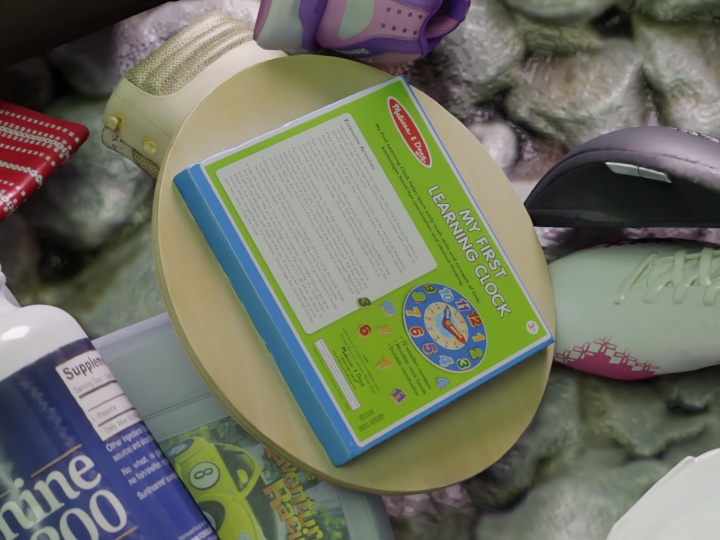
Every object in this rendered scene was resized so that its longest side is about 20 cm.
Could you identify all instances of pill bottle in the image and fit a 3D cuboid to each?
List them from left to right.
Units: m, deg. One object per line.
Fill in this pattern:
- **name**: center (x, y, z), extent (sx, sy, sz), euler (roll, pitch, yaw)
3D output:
- **pill bottle**: center (-0.137, 0.085, 0.815), extent (0.111, 0.111, 0.200), euler (-34, 87, -7)

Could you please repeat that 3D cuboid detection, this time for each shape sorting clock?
- **shape sorting clock**: center (0.000, 0.000, 0.876), extent (0.199, 0.039, 0.201), euler (12, 64, -26)

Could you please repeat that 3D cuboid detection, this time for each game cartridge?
- **game cartridge**: center (-0.056, 0.113, 0.879), extent (0.133, 0.041, 0.201), euler (-21, 84, 6)

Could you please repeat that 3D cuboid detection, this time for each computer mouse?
- **computer mouse**: center (0.179, -0.044, 0.927), extent (0.200, 0.140, 0.046), euler (2, 96, 44)

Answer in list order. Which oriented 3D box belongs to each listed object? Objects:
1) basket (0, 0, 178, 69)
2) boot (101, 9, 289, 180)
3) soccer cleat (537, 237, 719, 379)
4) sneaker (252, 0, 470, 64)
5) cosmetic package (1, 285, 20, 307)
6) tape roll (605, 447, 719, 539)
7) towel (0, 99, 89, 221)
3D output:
- **basket**: center (-0.214, -0.156, 1.003), extent (0.200, 0.136, 0.180), euler (-30, 49, -16)
- **boot**: center (-0.069, -0.021, 0.971), extent (0.155, 0.073, 0.200), euler (29, 78, 25)
- **soccer cleat**: center (0.169, 0.008, 0.909), extent (0.199, 0.086, 0.070), euler (2, 65, 11)
- **sneaker**: center (0.012, -0.140, 0.972), extent (0.088, 0.200, 0.081), euler (15, 111, 4)
- **cosmetic package**: center (-0.258, 0.067, 0.959), extent (0.199, 0.071, 0.102), euler (-3, 64, 7)
- **tape roll**: center (0.185, 0.171, 0.838), extent (0.202, 0.071, 0.203), euler (-4, 65, 8)
- **towel**: center (-0.245, -0.031, 0.978), extent (0.144, 0.023, 0.200), euler (19, 46, 29)
